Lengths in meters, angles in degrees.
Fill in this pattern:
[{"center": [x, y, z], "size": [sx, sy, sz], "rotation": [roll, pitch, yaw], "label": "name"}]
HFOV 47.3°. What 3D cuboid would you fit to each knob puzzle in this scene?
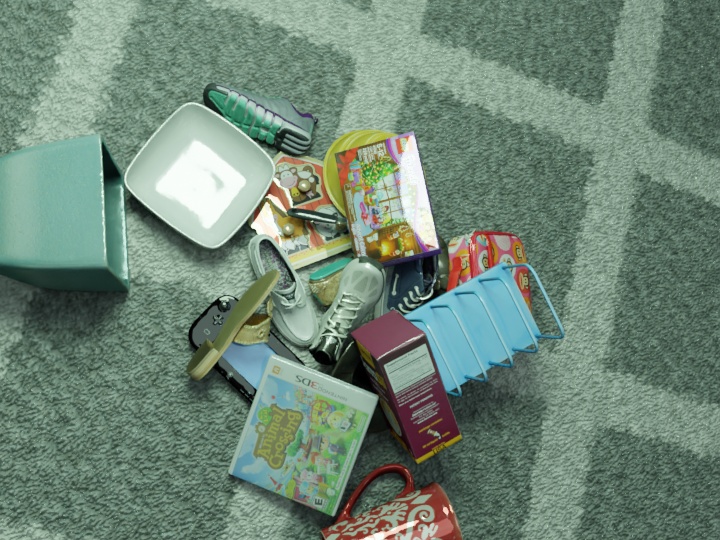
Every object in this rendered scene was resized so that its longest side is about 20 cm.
[{"center": [-0.099, -0.113, 1.401], "size": [0.218, 0.030, 0.221], "rotation": [3, 77, -11], "label": "knob puzzle"}]

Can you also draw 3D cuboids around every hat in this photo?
[{"center": [0.029, 0.162, 1.346], "size": [0.199, 0.081, 0.202], "rotation": [-8, 110, -22], "label": "hat"}]

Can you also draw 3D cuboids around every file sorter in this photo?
[{"center": [0.188, 0.089, 1.265], "size": [0.199, 0.123, 0.139], "rotation": [-27, 92, -11], "label": "file sorter"}]

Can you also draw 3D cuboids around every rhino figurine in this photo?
[{"center": [0.138, 0.026, 1.421], "size": [0.087, 0.060, 0.201], "rotation": [-11, 80, -54], "label": "rhino figurine"}]

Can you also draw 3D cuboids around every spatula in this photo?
[{"center": [-0.024, -0.086, 1.365], "size": [0.198, 0.021, 0.057], "rotation": [4, 47, 4], "label": "spatula"}]

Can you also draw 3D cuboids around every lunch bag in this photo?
[{"center": [0.212, 0.033, 1.402], "size": [0.175, 0.082, 0.202], "rotation": [2, 80, -43], "label": "lunch bag"}]

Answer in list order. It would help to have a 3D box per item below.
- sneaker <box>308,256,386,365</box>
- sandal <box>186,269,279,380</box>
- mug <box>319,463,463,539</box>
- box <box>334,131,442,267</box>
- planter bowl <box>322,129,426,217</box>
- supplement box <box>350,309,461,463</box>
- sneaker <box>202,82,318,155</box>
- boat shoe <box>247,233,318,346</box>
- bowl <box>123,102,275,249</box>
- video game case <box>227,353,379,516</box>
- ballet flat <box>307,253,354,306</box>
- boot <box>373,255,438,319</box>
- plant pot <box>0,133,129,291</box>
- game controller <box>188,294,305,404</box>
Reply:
[{"center": [-0.020, 0.077, 1.283], "size": [0.075, 0.201, 0.116], "rotation": [24, 40, -4], "label": "sneaker"}, {"center": [-0.178, 0.097, 1.285], "size": [0.070, 0.078, 0.212], "rotation": [41, 90, -23], "label": "sandal"}, {"center": [0.039, 0.417, 1.298], "size": [0.199, 0.178, 0.134], "rotation": [-16, 119, -14], "label": "mug"}, {"center": [0.043, -0.109, 1.317], "size": [0.136, 0.039, 0.201], "rotation": [-14, 76, 10], "label": "box"}, {"center": [0.042, -0.174, 1.413], "size": [0.199, 0.083, 0.202], "rotation": [9, 65, -19], "label": "planter bowl"}, {"center": [0.071, 0.176, 1.260], "size": [0.085, 0.110, 0.201], "rotation": [-27, 115, -13], "label": "supplement box"}, {"center": [-0.171, -0.274, 1.414], "size": [0.199, 0.074, 0.088], "rotation": [28, 49, -11], "label": "sneaker"}, {"center": [-0.121, 0.033, 1.336], "size": [0.072, 0.068, 0.201], "rotation": [-20, 95, -12], "label": "boat shoe"}, {"center": [-0.260, -0.147, 1.344], "size": [0.200, 0.075, 0.200], "rotation": [37, 71, -4], "label": "bowl"}, {"center": [-0.089, 0.255, 1.274], "size": [0.181, 0.022, 0.201], "rotation": [21, 95, 4], "label": "video game case"}, {"center": [0.000, 0.000, 1.397], "size": [0.199, 0.070, 0.066], "rotation": [-28, 111, -23], "label": "ballet flat"}, {"center": [0.078, 0.040, 1.359], "size": [0.072, 0.090, 0.202], "rotation": [-7, 103, -38], "label": "boot"}, {"center": [-0.461, -0.071, 1.215], "size": [0.198, 0.196, 0.197], "rotation": [-6, 79, -7], "label": "plant pot"}, {"center": [-0.180, 0.136, 1.322], "size": [0.200, 0.042, 0.104], "rotation": [44, 70, -2], "label": "game controller"}]
